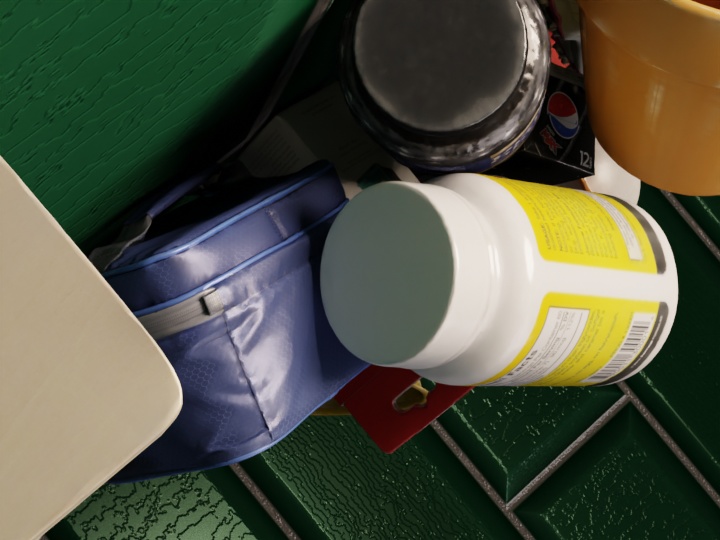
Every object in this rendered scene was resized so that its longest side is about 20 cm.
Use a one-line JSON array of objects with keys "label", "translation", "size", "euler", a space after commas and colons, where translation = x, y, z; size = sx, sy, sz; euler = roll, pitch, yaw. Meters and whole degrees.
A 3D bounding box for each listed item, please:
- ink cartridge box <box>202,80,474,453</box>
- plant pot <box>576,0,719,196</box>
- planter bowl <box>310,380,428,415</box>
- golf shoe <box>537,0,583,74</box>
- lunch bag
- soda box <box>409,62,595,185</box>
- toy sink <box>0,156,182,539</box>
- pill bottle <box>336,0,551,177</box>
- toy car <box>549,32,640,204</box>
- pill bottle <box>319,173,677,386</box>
[{"label": "ink cartridge box", "translation": [0.000, 0.000, 1.088], "size": [0.067, 0.200, 0.116], "euler": [-34, 174, -46]}, {"label": "plant pot", "translation": [0.203, -0.147, 0.987], "size": [0.200, 0.200, 0.184], "euler": [-39, 154, -26]}, {"label": "planter bowl", "translation": [-0.049, 0.044, 1.218], "size": [0.198, 0.084, 0.200], "euler": [3, 167, 1]}, {"label": "golf shoe", "translation": [0.153, -0.176, 1.101], "size": [0.091, 0.076, 0.200], "euler": [-27, 148, 9]}, {"label": "lunch bag", "translation": [-0.077, 0.014, 0.968], "size": [0.135, 0.133, 0.200], "euler": [-14, -166, 35]}, {"label": "soda box", "translation": [0.056, -0.080, 1.121], "size": [0.070, 0.064, 0.199], "euler": [14, 163, -40]}, {"label": "toy sink", "translation": [-0.170, 0.061, 0.507], "size": [0.200, 0.131, 0.112], "euler": [-40, 178, -22]}, {"label": "pill bottle", "translation": [0.045, -0.109, 0.929], "size": [0.112, 0.112, 0.200], "euler": [-40, 178, 4]}, {"label": "toy car", "translation": [0.131, -0.086, 1.226], "size": [0.184, 0.178, 0.200], "euler": [-31, -156, -3]}, {"label": "pill bottle", "translation": [0.078, 0.006, 0.967], "size": [0.199, 0.115, 0.114], "euler": [5, 141, -48]}]
